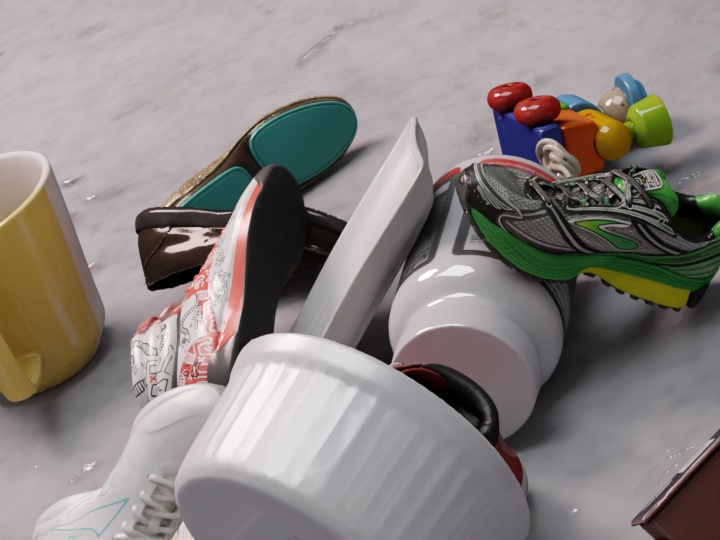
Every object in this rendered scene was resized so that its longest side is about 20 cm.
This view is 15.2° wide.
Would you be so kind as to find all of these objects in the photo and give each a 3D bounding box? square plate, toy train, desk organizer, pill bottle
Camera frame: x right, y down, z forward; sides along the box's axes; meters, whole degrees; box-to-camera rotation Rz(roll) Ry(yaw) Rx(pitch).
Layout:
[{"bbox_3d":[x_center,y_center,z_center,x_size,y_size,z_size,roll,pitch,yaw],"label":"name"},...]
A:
[{"bbox_3d":[0.000,0.000,1.850,0.200,0.028,0.198,-61,8,11],"label":"square plate"},{"bbox_3d":[0.172,-0.093,1.924,0.116,0.085,0.200,-17,15,-10],"label":"toy train"},{"bbox_3d":[0.251,0.096,1.522,0.200,0.077,0.072,-46,-5,-5],"label":"desk organizer"},{"bbox_3d":[0.081,0.019,1.776,0.116,0.116,0.200,-15,28,22],"label":"pill bottle"}]

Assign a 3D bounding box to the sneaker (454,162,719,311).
[{"bbox_3d":[0.151,-0.041,1.728,0.085,0.200,0.078,-59,32,35],"label":"sneaker"}]

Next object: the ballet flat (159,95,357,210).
[{"bbox_3d":[-0.091,-0.079,2.176,0.200,0.071,0.065,-34,12,-22],"label":"ballet flat"}]

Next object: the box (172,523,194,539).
[{"bbox_3d":[-0.113,0.195,1.726,0.110,0.035,0.200,-20,27,13],"label":"box"}]

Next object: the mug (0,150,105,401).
[{"bbox_3d":[-0.279,0.023,2.059,0.149,0.153,0.187,-6,33,35],"label":"mug"}]

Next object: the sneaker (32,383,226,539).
[{"bbox_3d":[-0.132,0.150,1.674,0.200,0.070,0.080,-47,30,28],"label":"sneaker"}]

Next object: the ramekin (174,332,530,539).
[{"bbox_3d":[-0.011,0.137,1.561,0.200,0.200,0.098,4,49,46],"label":"ramekin"}]

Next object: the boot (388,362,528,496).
[{"bbox_3d":[0.000,0.079,1.631,0.200,0.144,0.072,18,69,22],"label":"boot"}]

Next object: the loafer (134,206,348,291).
[{"bbox_3d":[-0.082,-0.009,2.050,0.200,0.073,0.071,0,79,31],"label":"loafer"}]

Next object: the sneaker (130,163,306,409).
[{"bbox_3d":[-0.108,0.016,1.956,0.108,0.067,0.201,-12,54,33],"label":"sneaker"}]
